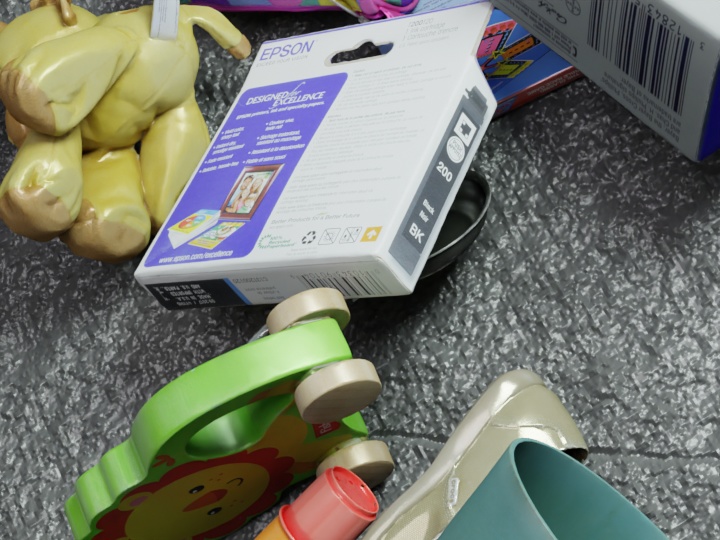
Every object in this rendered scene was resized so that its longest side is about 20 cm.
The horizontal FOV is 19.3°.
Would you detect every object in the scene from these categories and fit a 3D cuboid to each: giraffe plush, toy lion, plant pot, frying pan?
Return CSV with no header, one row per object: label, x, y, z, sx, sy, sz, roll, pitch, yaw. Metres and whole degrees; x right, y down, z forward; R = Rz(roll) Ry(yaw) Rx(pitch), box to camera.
giraffe plush,-0.186,-0.117,1.377,0.162,0.172,0.201,17,89,48
toy lion,-0.081,0.106,1.224,0.190,0.200,0.069,-22,65,-6
plant pot,0.098,0.215,1.111,0.161,0.200,0.201,-47,61,13
frying pan,0.015,-0.003,1.257,0.114,0.031,0.190,-8,32,28

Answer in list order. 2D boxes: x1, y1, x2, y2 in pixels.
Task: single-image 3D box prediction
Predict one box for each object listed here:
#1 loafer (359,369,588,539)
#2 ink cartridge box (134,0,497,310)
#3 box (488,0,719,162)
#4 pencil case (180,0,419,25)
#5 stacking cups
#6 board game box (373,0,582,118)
loafer,0.058,0.150,1.211,0.068,0.076,0.201,32,86,34
ink cartridge box,-0.018,-0.067,1.273,0.197,0.043,0.201,-5,49,41
box,0.201,-0.190,1.210,0.199,0.105,0.184,-34,59,-24
pencil case,-0.052,-0.204,1.368,0.199,0.088,0.089,9,75,33
stacking cups,-0.065,0.198,1.232,0.200,0.060,0.061,-45,61,18
board game box,0.108,-0.160,1.330,0.199,0.019,0.104,-24,62,14
